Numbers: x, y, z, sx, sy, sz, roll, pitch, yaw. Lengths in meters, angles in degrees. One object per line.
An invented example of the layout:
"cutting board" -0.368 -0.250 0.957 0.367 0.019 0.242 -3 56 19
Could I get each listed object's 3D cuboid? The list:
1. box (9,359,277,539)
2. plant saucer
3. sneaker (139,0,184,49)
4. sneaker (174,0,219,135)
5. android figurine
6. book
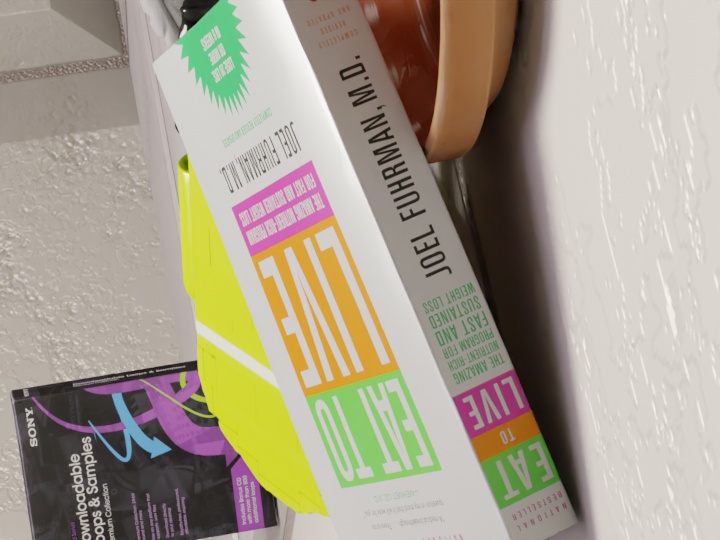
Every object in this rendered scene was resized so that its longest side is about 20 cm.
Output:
"box" -0.174 0.153 1.732 0.036 0.199 0.143 -133 35 -75
"plant saucer" 0.018 -0.135 0.696 0.200 0.032 0.201 171 90 -81
"sneaker" -0.066 -0.153 1.003 0.200 0.082 0.075 45 -133 -48
"sneaker" -0.036 -0.052 0.956 0.074 0.087 0.200 100 160 -66
"android figurine" -0.020 0.016 0.866 0.182 0.041 0.201 29 130 48
"book" 0.000 0.000 0.729 0.200 0.048 0.134 67 159 0
